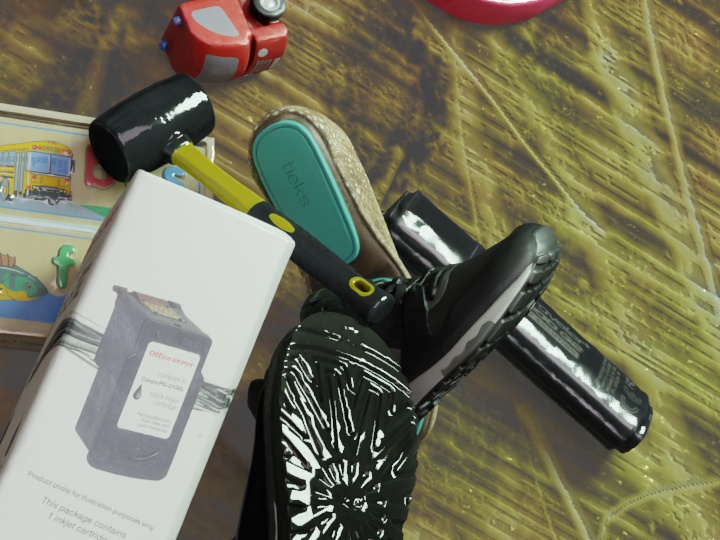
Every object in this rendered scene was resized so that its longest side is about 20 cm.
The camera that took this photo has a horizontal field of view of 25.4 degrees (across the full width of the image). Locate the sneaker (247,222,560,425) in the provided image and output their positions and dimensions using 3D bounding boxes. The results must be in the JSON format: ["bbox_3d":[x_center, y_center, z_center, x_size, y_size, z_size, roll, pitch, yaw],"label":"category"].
[{"bbox_3d":[0.013,0.032,0.820,0.088,0.200,0.076,48,26,8],"label":"sneaker"}]

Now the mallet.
[{"bbox_3d":[-0.052,-0.040,0.836,0.199,0.041,0.066,32,53,23],"label":"mallet"}]

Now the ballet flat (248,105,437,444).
[{"bbox_3d":[0.000,0.000,0.890,0.201,0.070,0.065,71,21,-8],"label":"ballet flat"}]

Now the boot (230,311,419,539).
[{"bbox_3d":[-0.052,0.137,0.769,0.079,0.158,0.213,24,53,-28],"label":"boot"}]

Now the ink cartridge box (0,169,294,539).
[{"bbox_3d":[-0.118,0.071,0.754,0.084,0.145,0.201,25,71,-12],"label":"ink cartridge box"}]

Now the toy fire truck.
[{"bbox_3d":[-0.138,-0.196,0.930,0.140,0.049,0.201,-16,77,-27],"label":"toy fire truck"}]

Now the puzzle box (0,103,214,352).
[{"bbox_3d":[-0.176,-0.024,0.857,0.198,0.025,0.134,7,66,-20],"label":"puzzle box"}]

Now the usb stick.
[{"bbox_3d":[0.090,0.029,0.936,0.200,0.033,0.055,41,29,-2],"label":"usb stick"}]

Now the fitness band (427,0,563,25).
[{"bbox_3d":[0.101,-0.242,1.057,0.199,0.037,0.144,-33,86,-29],"label":"fitness band"}]
